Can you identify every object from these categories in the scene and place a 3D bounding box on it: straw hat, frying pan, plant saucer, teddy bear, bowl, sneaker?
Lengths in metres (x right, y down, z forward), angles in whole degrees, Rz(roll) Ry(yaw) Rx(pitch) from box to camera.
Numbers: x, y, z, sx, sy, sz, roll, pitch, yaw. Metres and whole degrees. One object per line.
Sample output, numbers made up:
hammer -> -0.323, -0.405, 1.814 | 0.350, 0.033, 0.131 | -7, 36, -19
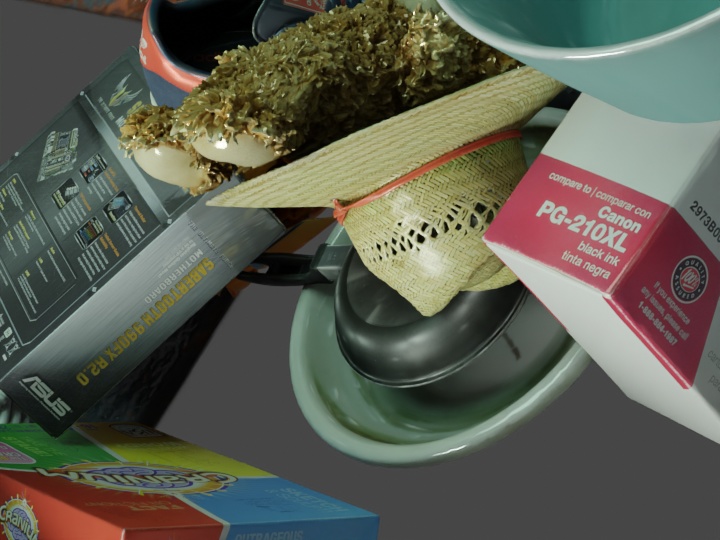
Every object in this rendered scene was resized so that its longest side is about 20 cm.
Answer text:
straw hat -> 0.035, -0.027, 1.039 | 0.200, 0.085, 0.201 | -22, 1, 0
frying pan -> 0.012, -0.013, 1.141 | 0.115, 0.031, 0.190 | -50, 42, -4
plant saucer -> 0.058, 0.015, 1.133 | 0.200, 0.050, 0.201 | -25, 43, 26
teddy bear -> -0.014, -0.089, 1.033 | 0.199, 0.067, 0.145 | -23, 3, -17
bowl -> 0.132, -0.137, 0.919 | 0.200, 0.105, 0.201 | -19, 50, 23
sneaker -> -0.012, -0.119, 1.139 | 0.199, 0.085, 0.075 | -13, 54, 5

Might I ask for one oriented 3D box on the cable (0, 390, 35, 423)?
cable -> -0.257, 0.128, 1.314 | 0.199, 0.069, 0.201 | -3, 56, 42

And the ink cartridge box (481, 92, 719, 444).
ink cartridge box -> 0.167, -0.045, 1.007 | 0.084, 0.145, 0.200 | 26, 77, 46

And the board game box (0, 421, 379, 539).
board game box -> -0.112, 0.115, 1.127 | 0.200, 0.153, 0.041 | 15, 99, 47

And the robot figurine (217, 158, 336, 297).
robot figurine -> -0.020, -0.078, 1.254 | 0.200, 0.058, 0.145 | -36, 36, 29

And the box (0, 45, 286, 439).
box -> -0.138, -0.020, 1.232 | 0.158, 0.048, 0.200 | -42, 31, 1
